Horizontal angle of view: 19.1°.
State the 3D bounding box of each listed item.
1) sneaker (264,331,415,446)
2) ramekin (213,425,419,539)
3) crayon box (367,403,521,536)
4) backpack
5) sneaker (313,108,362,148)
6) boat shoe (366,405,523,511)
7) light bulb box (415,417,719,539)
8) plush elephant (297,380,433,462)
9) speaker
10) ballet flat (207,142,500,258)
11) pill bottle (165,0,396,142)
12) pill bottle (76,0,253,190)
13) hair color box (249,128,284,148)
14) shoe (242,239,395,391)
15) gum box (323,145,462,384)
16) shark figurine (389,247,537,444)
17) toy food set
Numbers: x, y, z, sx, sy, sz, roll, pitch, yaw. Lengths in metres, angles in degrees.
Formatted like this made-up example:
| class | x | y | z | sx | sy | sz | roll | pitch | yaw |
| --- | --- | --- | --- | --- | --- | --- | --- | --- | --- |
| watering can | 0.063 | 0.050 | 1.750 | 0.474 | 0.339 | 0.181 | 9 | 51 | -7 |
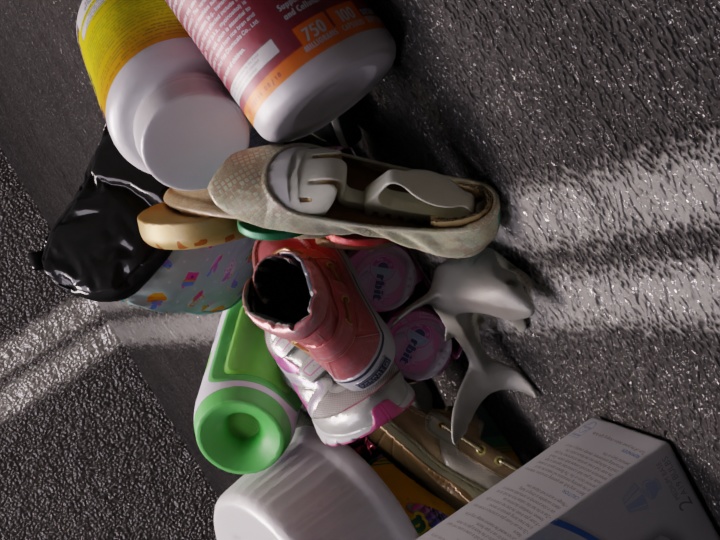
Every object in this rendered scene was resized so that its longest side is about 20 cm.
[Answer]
| class | x | y | z | sx | sy | sz | roll | pitch | yaw |
| --- | --- | --- | --- | --- | --- | --- | --- | --- | --- |
| sneaker | -0.029 | 0.066 | 1.662 | 0.200 | 0.081 | 0.088 | 36 | 158 | 58 |
| ramekin | -0.034 | 0.239 | 1.784 | 0.200 | 0.098 | 0.201 | 41 | 150 | 30 |
| crayon box | 0.097 | 0.219 | 1.786 | 0.200 | 0.119 | 0.058 | 56 | 167 | 3 |
| backpack | -0.160 | -0.035 | 1.779 | 0.127 | 0.167 | 0.200 | 41 | -169 | 19 |
| sneaker | -0.073 | -0.138 | 1.650 | 0.200 | 0.083 | 0.072 | 44 | 161 | 46 |
| boat shoe | 0.077 | 0.147 | 1.722 | 0.200 | 0.066 | 0.074 | 38 | 164 | 10 |
| light bulb box | 0.150 | 0.241 | 1.469 | 0.199 | 0.200 | 0.125 | 60 | 167 | -12 |
| plush elephant | -0.006 | 0.165 | 1.920 | 0.200 | 0.164 | 0.155 | 49 | -144 | -42 |
| speaker | -0.087 | 0.085 | 1.810 | 0.200 | 0.088 | 0.089 | -79 | -34 | -60 |
| ballet flat | -0.001 | -0.057 | 1.442 | 0.062 | 0.199 | 0.068 | 114 | 163 | -63 |
| pill bottle | -0.074 | -0.196 | 1.456 | 0.200 | 0.113 | 0.113 | 54 | 166 | 10 |
| pill bottle | -0.139 | -0.140 | 1.552 | 0.200 | 0.109 | 0.109 | -116 | 3 | -54 |
| hair color box | -0.104 | -0.098 | 1.904 | 0.200 | 0.061 | 0.099 | 60 | 167 | -10 |
| shoe | -0.049 | 0.006 | 1.581 | 0.091 | 0.071 | 0.200 | 40 | -172 | -38 |
| gum box | 0.000 | 0.000 | 1.740 | 0.200 | 0.066 | 0.113 | 60 | 167 | -9 |
| shark figurine | 0.064 | 0.036 | 1.561 | 0.128 | 0.089 | 0.215 | 54 | 164 | 21 |
| toy food set | -0.047 | -0.045 | 1.565 | 0.197 | 0.200 | 0.049 | 5 | 101 | 25 |
